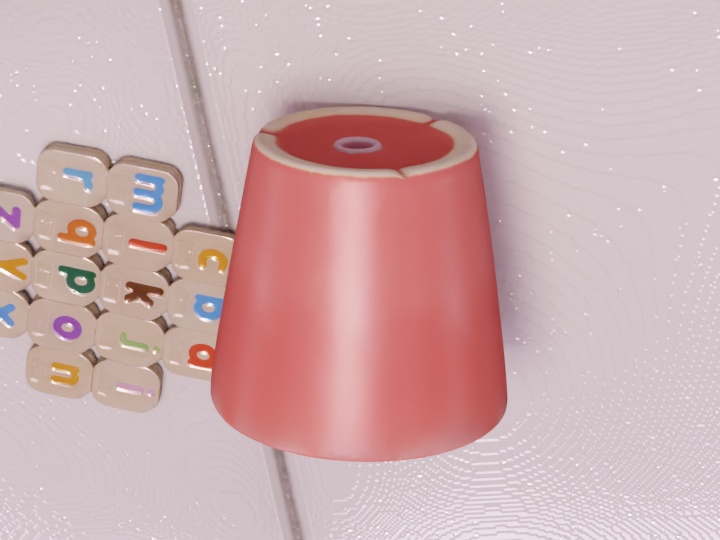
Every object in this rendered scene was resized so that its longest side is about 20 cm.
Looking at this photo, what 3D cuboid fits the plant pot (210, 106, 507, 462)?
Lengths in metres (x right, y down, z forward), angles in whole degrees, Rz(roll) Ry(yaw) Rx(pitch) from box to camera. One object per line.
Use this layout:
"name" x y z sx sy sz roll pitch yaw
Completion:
"plant pot" 0.000 0.000 1.390 0.199 0.201 0.178 4 111 8

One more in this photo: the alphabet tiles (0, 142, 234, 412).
"alphabet tiles" -0.180 0.007 1.518 0.195 0.015 0.201 11 121 4
